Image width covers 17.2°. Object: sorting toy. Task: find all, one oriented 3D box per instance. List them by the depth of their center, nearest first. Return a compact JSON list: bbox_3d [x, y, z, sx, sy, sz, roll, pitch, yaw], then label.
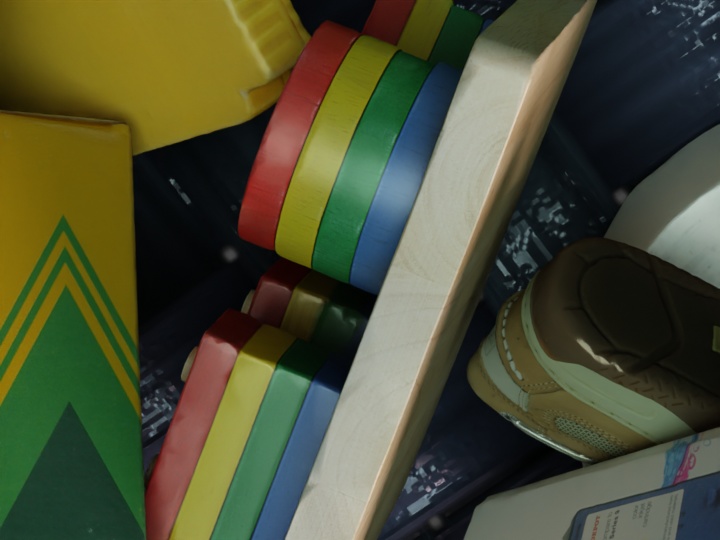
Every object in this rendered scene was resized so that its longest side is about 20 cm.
[{"bbox_3d":[0.000,0.000,0.749,0.070,0.200,0.199,22,105,5],"label":"sorting toy"}]

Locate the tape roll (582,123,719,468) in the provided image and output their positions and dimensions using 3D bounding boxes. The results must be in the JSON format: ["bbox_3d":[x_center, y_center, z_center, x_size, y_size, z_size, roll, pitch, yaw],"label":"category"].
[{"bbox_3d":[0.174,0.041,0.820,0.202,0.071,0.202,0,105,1],"label":"tape roll"}]

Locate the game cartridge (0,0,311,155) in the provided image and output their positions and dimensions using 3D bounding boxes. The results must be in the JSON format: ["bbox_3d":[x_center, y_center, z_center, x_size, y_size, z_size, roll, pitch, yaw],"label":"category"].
[{"bbox_3d":[-0.115,-0.126,0.747,0.176,0.032,0.200,-11,114,48],"label":"game cartridge"}]

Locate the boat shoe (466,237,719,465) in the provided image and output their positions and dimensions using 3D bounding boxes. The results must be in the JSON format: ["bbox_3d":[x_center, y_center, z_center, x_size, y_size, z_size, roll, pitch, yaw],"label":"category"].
[{"bbox_3d":[0.126,0.059,0.764,0.200,0.072,0.076,31,137,-13],"label":"boat shoe"}]

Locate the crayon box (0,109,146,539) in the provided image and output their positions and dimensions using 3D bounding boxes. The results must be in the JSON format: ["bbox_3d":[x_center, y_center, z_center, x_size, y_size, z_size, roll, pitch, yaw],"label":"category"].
[{"bbox_3d":[-0.111,0.037,0.755,0.051,0.127,0.200,5,68,-22],"label":"crayon box"}]

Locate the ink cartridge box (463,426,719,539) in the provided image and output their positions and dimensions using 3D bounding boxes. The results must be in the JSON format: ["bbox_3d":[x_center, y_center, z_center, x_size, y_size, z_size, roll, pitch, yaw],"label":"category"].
[{"bbox_3d":[0.135,0.118,0.704,0.145,0.088,0.200,37,147,-23],"label":"ink cartridge box"}]
